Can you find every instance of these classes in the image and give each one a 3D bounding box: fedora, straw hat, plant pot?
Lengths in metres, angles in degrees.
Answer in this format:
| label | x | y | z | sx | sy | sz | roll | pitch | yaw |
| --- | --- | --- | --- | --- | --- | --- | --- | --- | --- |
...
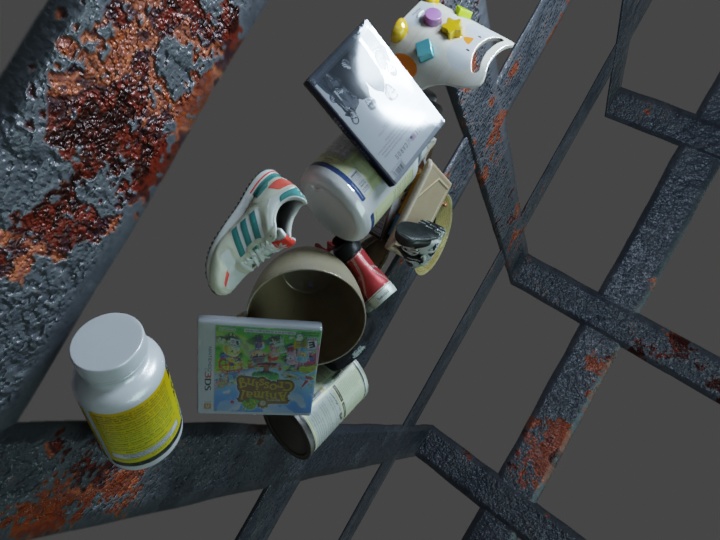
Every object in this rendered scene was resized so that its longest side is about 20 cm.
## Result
| label | x | y | z | sx | sy | sz | roll | pitch | yaw |
| --- | --- | --- | --- | --- | --- | --- | --- | --- | --- |
| fedora | -0.031 | 0.140 | 1.147 | 0.200 | 0.092 | 0.201 | -42 | 178 | -2 |
| straw hat | 0.145 | -0.101 | 1.317 | 0.201 | 0.083 | 0.206 | -43 | 145 | -39 |
| plant pot | -0.090 | 0.039 | 0.924 | 0.137 | 0.192 | 0.205 | -96 | -167 | -53 |

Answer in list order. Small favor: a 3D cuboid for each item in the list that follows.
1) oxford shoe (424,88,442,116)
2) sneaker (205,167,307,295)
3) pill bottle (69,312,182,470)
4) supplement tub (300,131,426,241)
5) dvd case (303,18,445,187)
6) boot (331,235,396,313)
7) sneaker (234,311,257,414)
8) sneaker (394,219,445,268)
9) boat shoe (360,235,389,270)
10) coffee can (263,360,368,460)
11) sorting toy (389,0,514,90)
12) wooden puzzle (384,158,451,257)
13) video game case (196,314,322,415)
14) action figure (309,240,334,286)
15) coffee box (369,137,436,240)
| label | x | y | z | sx | sy | sz | roll | pitch | yaw |
| --- | --- | --- | --- | --- | --- | --- | --- | --- | --- |
| oxford shoe | 0.107 | -0.279 | 0.995 | 0.202 | 0.069 | 0.073 | -76 | -172 | -61 |
| sneaker | -0.149 | -0.044 | 0.797 | 0.204 | 0.092 | 0.070 | -60 | 155 | -2 |
| pill bottle | -0.298 | 0.155 | 0.698 | 0.112 | 0.111 | 0.204 | -39 | 149 | -36 |
| supplement tub | 0.009 | -0.167 | 0.911 | 0.201 | 0.143 | 0.147 | -49 | 153 | -22 |
| dvd case | 0.027 | -0.255 | 0.834 | 0.151 | 0.201 | 0.025 | -50 | -163 | -21 |
| boot | 0.000 | 0.000 | 1.012 | 0.072 | 0.146 | 0.200 | -37 | 175 | -6 |
| sneaker | -0.188 | 0.164 | 0.951 | 0.075 | 0.086 | 0.205 | -32 | 142 | -41 |
| sneaker | 0.109 | -0.043 | 1.040 | 0.199 | 0.073 | 0.091 | -9 | 125 | -65 |
| boat shoe | 0.005 | -0.001 | 1.137 | 0.203 | 0.075 | 0.074 | -50 | -166 | -23 |
| coffee can | -0.095 | 0.282 | 1.185 | 0.199 | 0.144 | 0.150 | -38 | 148 | -39 |
| sorting toy | 0.160 | -0.383 | 0.934 | 0.201 | 0.177 | 0.108 | -50 | 154 | -21 |
| wooden puzzle | 0.117 | -0.119 | 1.118 | 0.189 | 0.037 | 0.199 | -63 | 160 | 5 |
| video game case | -0.167 | 0.160 | 0.890 | 0.022 | 0.192 | 0.188 | -106 | -157 | -59 |
| action figure | -0.088 | 0.046 | 1.069 | 0.065 | 0.051 | 0.205 | -21 | 137 | -55 |
| coffee box | 0.068 | -0.176 | 1.092 | 0.112 | 0.078 | 0.206 | -24 | 137 | -53 |
